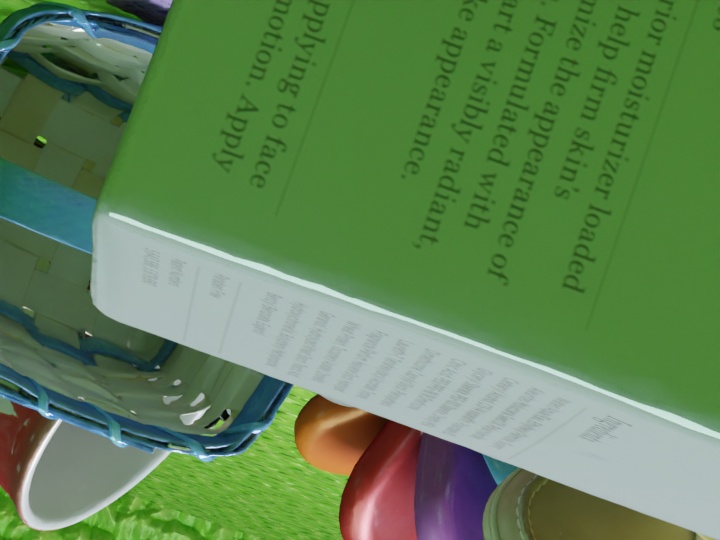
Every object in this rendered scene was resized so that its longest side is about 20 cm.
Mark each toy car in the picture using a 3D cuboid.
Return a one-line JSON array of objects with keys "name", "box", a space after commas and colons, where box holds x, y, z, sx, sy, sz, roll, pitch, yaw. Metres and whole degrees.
[{"name": "toy car", "box": [0.055, 0.080, 1.398, 0.200, 0.150, 0.175, 11, 167, 37]}]

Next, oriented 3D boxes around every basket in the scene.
[{"name": "basket", "box": [-0.079, -0.013, 1.014, 0.176, 0.139, 0.200, 25, -177, -29]}]

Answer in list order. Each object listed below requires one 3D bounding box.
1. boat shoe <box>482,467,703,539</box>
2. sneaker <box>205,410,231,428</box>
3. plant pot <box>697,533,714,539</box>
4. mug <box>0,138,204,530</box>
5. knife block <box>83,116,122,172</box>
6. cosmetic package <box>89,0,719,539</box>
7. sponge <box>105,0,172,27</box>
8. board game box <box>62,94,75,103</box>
[{"name": "boat shoe", "box": [0.141, 0.078, 1.125, 0.200, 0.072, 0.065, -10, 163, -25]}, {"name": "sneaker", "box": [-0.077, 0.029, 1.453, 0.060, 0.104, 0.200, 23, 176, -14]}, {"name": "plant pot", "box": [0.213, 0.070, 1.008, 0.189, 0.201, 0.201, 32, 176, 25]}, {"name": "mug", "box": [-0.159, 0.002, 1.317, 0.200, 0.134, 0.177, 41, -172, 19]}, {"name": "knife block", "box": [0.000, 0.000, 1.136, 0.200, 0.064, 0.175, 25, 167, -26]}, {"name": "cosmetic package", "box": [0.053, -0.042, 0.733, 0.200, 0.165, 0.165, 21, 170, -2]}, {"name": "sponge", "box": [0.020, -0.067, 1.037, 0.200, 0.030, 0.111, 26, 168, -32]}, {"name": "board game box", "box": [-0.020, -0.041, 1.230, 0.200, 0.035, 0.136, 17, 169, 13]}]
